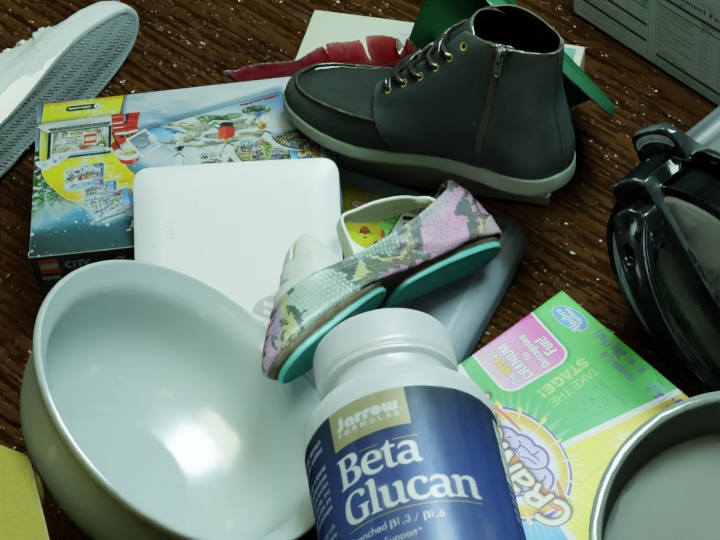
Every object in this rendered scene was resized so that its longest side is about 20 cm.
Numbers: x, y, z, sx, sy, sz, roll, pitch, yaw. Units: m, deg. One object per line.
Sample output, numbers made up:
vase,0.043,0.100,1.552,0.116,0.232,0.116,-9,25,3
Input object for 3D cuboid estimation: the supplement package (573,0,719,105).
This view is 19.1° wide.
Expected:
supplement package,0.270,-0.236,1.496,0.200,0.111,0.156,-37,57,-24

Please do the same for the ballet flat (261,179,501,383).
ballet flat,0.000,0.000,1.287,0.200,0.069,0.071,-30,74,-35

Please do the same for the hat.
hat,0.045,-0.108,1.415,0.176,0.166,0.200,-45,30,9

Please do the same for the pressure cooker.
pressure cooker,0.244,-0.017,1.271,0.200,0.179,0.176,-39,60,-25

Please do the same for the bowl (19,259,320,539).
bowl,-0.119,0.098,1.220,0.201,0.090,0.202,28,35,-22

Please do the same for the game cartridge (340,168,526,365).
game cartridge,-0.009,-0.002,1.376,0.199,0.041,0.134,17,58,19

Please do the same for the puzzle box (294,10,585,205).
puzzle box,0.046,-0.113,1.470,0.199,0.025,0.133,10,51,13

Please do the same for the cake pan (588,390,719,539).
cake pan,0.221,0.164,1.185,0.199,0.037,0.201,3,62,-5

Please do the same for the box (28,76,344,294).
box,-0.112,-0.058,1.386,0.199,0.038,0.137,-6,50,2

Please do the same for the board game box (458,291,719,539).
board game box,0.097,0.119,1.261,0.200,0.040,0.153,-34,55,-22

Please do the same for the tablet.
tablet,-0.074,0.031,1.310,0.129,0.014,0.201,-3,79,2

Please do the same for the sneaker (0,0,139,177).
sneaker,-0.257,-0.141,1.490,0.115,0.074,0.200,33,61,25

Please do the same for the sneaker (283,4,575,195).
sneaker,0.042,-0.123,1.327,0.199,0.107,0.075,14,41,22

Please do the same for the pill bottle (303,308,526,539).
pill bottle,0.028,0.122,1.165,0.111,0.111,0.201,-10,50,-3

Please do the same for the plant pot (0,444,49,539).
plant pot,-0.256,0.194,1.142,0.199,0.195,0.196,-12,50,-13
